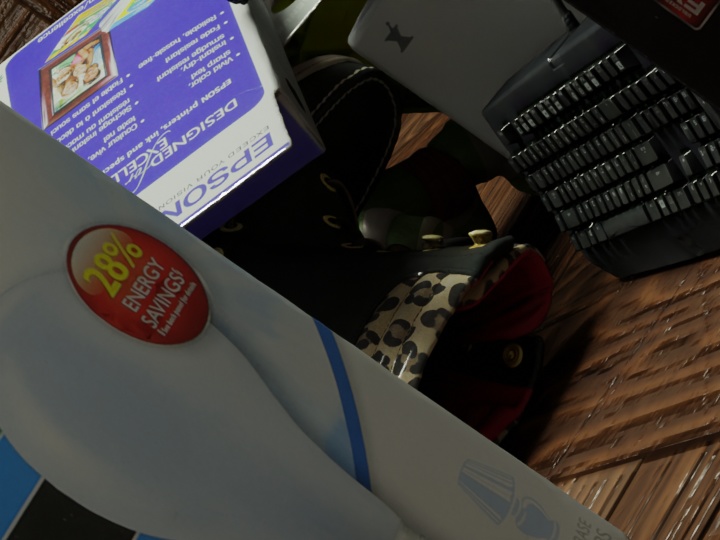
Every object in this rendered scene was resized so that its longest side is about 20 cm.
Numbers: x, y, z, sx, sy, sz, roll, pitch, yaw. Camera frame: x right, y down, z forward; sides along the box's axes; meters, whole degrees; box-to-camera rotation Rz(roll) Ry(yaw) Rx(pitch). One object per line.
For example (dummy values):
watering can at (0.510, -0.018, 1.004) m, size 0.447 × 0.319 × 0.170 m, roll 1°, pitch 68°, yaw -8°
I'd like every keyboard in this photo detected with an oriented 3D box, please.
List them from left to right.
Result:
keyboard at (0.065, -0.057, 0.708) m, size 0.021 × 0.127 × 0.200 m, roll -31°, pitch 0°, yaw -12°

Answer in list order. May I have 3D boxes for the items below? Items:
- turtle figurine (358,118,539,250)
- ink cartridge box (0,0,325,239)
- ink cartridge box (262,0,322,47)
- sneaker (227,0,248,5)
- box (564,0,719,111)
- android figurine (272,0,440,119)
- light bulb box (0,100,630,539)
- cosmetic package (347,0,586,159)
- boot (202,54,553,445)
turtle figurine at (0.007, 0.018, 1.014) m, size 0.194 × 0.200 × 0.144 m, roll -32°, pitch -39°, yaw -34°
ink cartridge box at (-0.107, -0.019, 0.847) m, size 0.198 × 0.043 × 0.200 m, roll -36°, pitch 30°, yaw 9°
ink cartridge box at (-0.035, -0.120, 0.985) m, size 0.162 × 0.050 × 0.200 m, roll -51°, pitch 30°, yaw -11°
sneaker at (-0.003, -0.153, 0.860) m, size 0.074 × 0.088 × 0.200 m, roll -11°, pitch 18°, yaw 45°
box at (0.066, -0.102, 0.565) m, size 0.050 × 0.198 × 0.200 m, roll -51°, pitch 7°, yaw 21°
android figurine at (0.041, -0.107, 1.054) m, size 0.200 × 0.181 × 0.041 m, roll -73°, pitch -20°, yaw -64°
light bulb box at (-0.067, 0.096, 0.539) m, size 0.125 × 0.200 × 0.199 m, roll -52°, pitch 7°, yaw 34°
cosmetic package at (0.114, -0.160, 0.877) m, size 0.200 × 0.123 × 0.200 m, roll -52°, pitch 6°, yaw 33°
boot at (0.000, 0.000, 0.846) m, size 0.150 × 0.073 × 0.200 m, roll 6°, pitch 41°, yaw 36°
